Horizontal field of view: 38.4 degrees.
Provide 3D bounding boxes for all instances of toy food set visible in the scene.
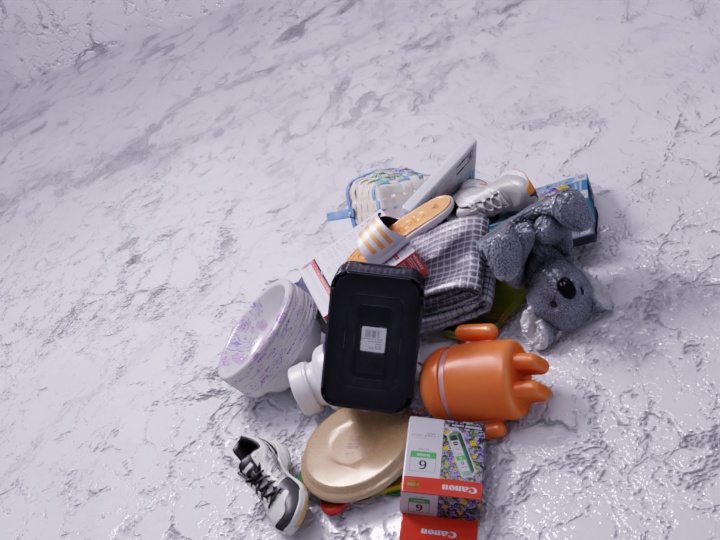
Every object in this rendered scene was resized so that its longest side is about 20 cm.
[{"bbox_3d":[-0.001,0.270,1.522,0.199,0.049,0.199,-15,35,18],"label":"toy food set"}]

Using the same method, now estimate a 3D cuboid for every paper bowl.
[{"bbox_3d":[-0.142,0.123,1.740,0.201,0.104,0.201,-46,20,22],"label":"paper bowl"}]

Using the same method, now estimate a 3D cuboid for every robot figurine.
[{"bbox_3d":[0.170,0.159,1.486,0.199,0.145,0.117,-9,20,27],"label":"robot figurine"}]

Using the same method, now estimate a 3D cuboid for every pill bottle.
[{"bbox_3d":[-0.008,0.155,1.628,0.199,0.111,0.111,-23,32,8],"label":"pill bottle"}]

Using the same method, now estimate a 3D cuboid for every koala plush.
[{"bbox_3d":[0.285,0.005,1.565,0.177,0.201,0.184,-33,2,-8],"label":"koala plush"}]

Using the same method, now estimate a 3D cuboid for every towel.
[{"bbox_3d":[0.122,0.007,1.683,0.199,0.086,0.166,-18,43,29],"label":"towel"},{"bbox_3d":[0.223,0.046,1.683,0.086,0.018,0.200,15,52,47],"label":"towel"}]

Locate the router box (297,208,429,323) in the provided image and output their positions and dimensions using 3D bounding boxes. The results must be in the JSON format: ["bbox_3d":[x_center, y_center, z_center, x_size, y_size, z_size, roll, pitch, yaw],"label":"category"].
[{"bbox_3d":[0.000,0.000,1.692,0.179,0.049,0.200,-35,27,1],"label":"router box"}]

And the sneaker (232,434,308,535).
[{"bbox_3d":[-0.140,0.312,1.512,0.076,0.087,0.200,-57,28,8],"label":"sneaker"}]

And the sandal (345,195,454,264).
[{"bbox_3d":[0.049,-0.072,1.629,0.206,0.059,0.079,-35,27,1],"label":"sandal"}]

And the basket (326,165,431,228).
[{"bbox_3d":[0.051,-0.120,1.935,0.175,0.140,0.200,-13,0,-28],"label":"basket"}]

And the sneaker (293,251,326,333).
[{"bbox_3d":[-0.051,0.034,1.861,0.146,0.077,0.202,-43,34,-18],"label":"sneaker"}]

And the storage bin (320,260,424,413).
[{"bbox_3d":[0.019,0.096,1.512,0.134,0.201,0.094,6,11,3],"label":"storage bin"}]

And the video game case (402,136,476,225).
[{"bbox_3d":[0.138,-0.110,1.810,0.024,0.183,0.200,30,60,23],"label":"video game case"}]

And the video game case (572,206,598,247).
[{"bbox_3d":[0.300,-0.054,1.742,0.199,0.019,0.143,-16,16,19],"label":"video game case"}]

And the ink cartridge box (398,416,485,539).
[{"bbox_3d":[0.109,0.288,1.378,0.108,0.051,0.201,5,39,5],"label":"ink cartridge box"}]

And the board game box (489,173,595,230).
[{"bbox_3d":[0.300,-0.100,1.776,0.199,0.047,0.151,-16,16,16],"label":"board game box"}]

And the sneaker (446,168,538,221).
[{"bbox_3d":[0.212,-0.110,1.727,0.092,0.076,0.200,-38,14,-27],"label":"sneaker"}]
